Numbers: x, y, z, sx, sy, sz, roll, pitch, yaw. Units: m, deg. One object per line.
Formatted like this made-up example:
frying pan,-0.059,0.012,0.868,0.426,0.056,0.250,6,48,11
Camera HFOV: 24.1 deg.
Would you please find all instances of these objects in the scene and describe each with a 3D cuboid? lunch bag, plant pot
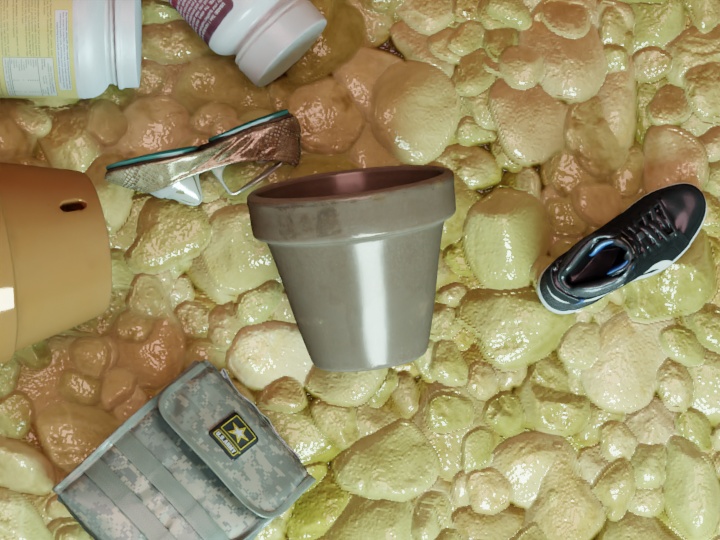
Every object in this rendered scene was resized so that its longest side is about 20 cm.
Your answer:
lunch bag,-0.160,0.200,1.585,0.200,0.118,0.164,-42,85,-16
plant pot,0.000,0.000,1.603,0.199,0.200,0.176,-7,99,-6
plant pot,-0.317,-0.017,1.576,0.139,0.200,0.202,-10,82,-22

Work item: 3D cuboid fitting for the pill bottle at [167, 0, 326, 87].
pill bottle,-0.133,-0.286,1.660,0.114,0.114,0.200,-41,87,-9

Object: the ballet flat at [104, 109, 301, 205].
ballet flat,-0.150,-0.100,1.657,0.199,0.071,0.066,-17,97,-3

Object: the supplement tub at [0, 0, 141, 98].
supplement tub,-0.313,-0.238,1.622,0.198,0.145,0.147,0,81,-5

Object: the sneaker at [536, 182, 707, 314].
sneaker,0.270,-0.024,1.654,0.199,0.112,0.073,-34,86,-9
